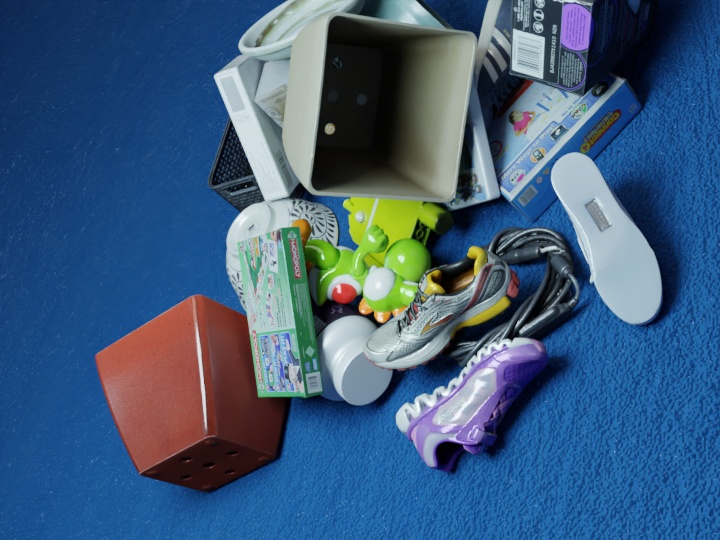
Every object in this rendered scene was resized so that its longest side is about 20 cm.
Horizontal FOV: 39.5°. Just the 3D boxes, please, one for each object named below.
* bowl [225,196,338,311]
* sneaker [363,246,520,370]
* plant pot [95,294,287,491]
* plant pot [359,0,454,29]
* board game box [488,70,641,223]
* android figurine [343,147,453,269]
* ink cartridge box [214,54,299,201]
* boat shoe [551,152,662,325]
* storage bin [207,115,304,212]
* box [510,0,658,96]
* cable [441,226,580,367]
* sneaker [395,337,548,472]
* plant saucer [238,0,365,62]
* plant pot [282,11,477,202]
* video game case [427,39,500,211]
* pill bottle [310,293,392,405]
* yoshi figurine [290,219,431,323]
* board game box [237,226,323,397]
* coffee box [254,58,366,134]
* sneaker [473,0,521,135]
[{"bbox_3d":[-0.138,-0.039,1.497,0.199,0.094,0.203,-26,46,29],"label":"bowl"},{"bbox_3d":[0.082,0.039,1.160,0.199,0.082,0.078,-36,37,14],"label":"sneaker"},{"bbox_3d":[-0.212,0.179,1.337,0.198,0.199,0.178,-29,54,24],"label":"plant pot"},{"bbox_3d":[0.065,-0.313,1.440,0.134,0.199,0.201,-48,39,16],"label":"plant pot"},{"bbox_3d":[0.225,-0.191,1.293,0.200,0.056,0.196,-46,39,6],"label":"board game box"},{"bbox_3d":[0.043,-0.074,1.345,0.200,0.041,0.184,40,118,44],"label":"android figurine"},{"bbox_3d":[-0.131,-0.232,1.507,0.044,0.202,0.177,-11,24,24],"label":"ink cartridge box"},{"bbox_3d":[0.275,-0.031,1.114,0.074,0.086,0.204,-31,72,15],"label":"boat shoe"},{"bbox_3d":[-0.151,-0.201,1.633,0.134,0.094,0.202,-11,53,38],"label":"storage bin"},{"bbox_3d":[0.275,-0.318,1.212,0.105,0.123,0.200,24,47,30],"label":"box"},{"bbox_3d":[0.162,0.029,1.191,0.199,0.051,0.164,-37,41,18],"label":"cable"},{"bbox_3d":[0.133,0.154,1.111,0.200,0.080,0.089,-39,47,22],"label":"sneaker"},{"bbox_3d":[-0.068,-0.330,1.357,0.198,0.051,0.201,-23,28,13],"label":"plant saucer"},{"bbox_3d":[0.002,-0.203,1.228,0.177,0.197,0.203,29,114,60],"label":"plant pot"},{"bbox_3d":[0.099,-0.177,1.300,0.182,0.022,0.203,-11,92,60],"label":"video game case"},{"bbox_3d":[-0.042,0.092,1.290,0.113,0.112,0.200,-52,40,-2],"label":"pill bottle"},{"bbox_3d":[0.007,-0.009,1.266,0.198,0.112,0.114,19,107,19],"label":"yoshi figurine"},{"bbox_3d":[-0.102,0.055,1.246,0.134,0.029,0.203,-11,87,60],"label":"board game box"},{"bbox_3d":[-0.044,-0.232,1.467,0.113,0.200,0.081,-17,47,35],"label":"coffee box"},{"bbox_3d":[0.190,-0.259,1.285,0.083,0.075,0.203,10,78,18],"label":"sneaker"}]
